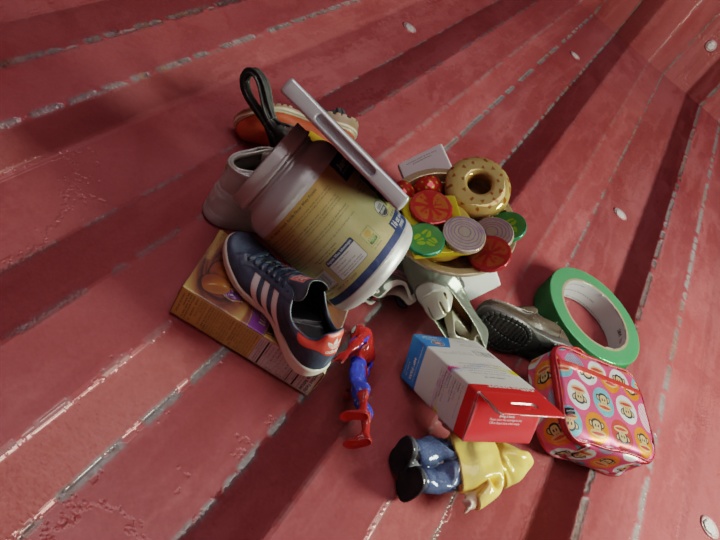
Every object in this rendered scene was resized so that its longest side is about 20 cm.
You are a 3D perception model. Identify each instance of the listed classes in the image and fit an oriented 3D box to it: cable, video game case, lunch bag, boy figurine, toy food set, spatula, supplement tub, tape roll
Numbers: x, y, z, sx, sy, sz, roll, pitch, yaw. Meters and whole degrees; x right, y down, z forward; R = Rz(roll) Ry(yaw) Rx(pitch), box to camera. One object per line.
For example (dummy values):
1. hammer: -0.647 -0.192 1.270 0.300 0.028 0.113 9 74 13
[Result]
1. cable: -0.117 -0.206 1.034 0.050 0.097 0.202 -19 67 -47
2. video game case: -0.015 -0.150 0.840 0.182 0.023 0.200 45 6 -6
3. lunch bag: 0.341 0.198 1.041 0.196 0.082 0.180 21 50 -25
4. boy figurine: 0.132 0.239 0.875 0.196 0.065 0.126 6 49 -34
5. toy food set: 0.132 -0.074 0.966 0.195 0.049 0.201 -4 54 -12
6. spatula: 0.045 -0.026 1.083 0.055 0.021 0.204 6 53 -26
7. supplement tub: -0.046 -0.066 0.862 0.200 0.144 0.145 43 39 -12
8. tape roll: 0.397 0.089 1.222 0.197 0.048 0.203 21 43 -20

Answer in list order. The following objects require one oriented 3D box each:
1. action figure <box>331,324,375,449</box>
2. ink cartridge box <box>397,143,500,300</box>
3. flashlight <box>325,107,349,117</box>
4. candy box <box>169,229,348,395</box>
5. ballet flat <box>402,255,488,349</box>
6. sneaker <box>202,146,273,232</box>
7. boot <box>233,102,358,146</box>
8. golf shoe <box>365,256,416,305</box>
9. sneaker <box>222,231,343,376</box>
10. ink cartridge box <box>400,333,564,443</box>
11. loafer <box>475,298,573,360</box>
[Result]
1. action figure: -0.005 0.129 0.869 0.050 0.067 0.201 -7 29 9
2. ink cartridge box: 0.140 -0.070 1.098 0.147 0.081 0.203 55 14 -55
3. flashlight: -0.028 -0.172 1.133 0.068 0.066 0.204 46 24 -55
4. candy box: -0.120 0.050 0.865 0.198 0.057 0.118 33 39 -10
5. ballet flat: 0.125 0.057 0.989 0.201 0.066 0.064 50 33 -28
6. sneaker: -0.109 -0.108 0.973 0.196 0.116 0.075 2 49 -37
7. boot: -0.106 -0.191 1.071 0.195 0.075 0.110 8 78 4
8. golf shoe: 0.000 0.000 0.986 0.195 0.077 0.090 2 72 -21
9. sneaker: -0.085 0.019 0.811 0.074 0.085 0.201 -24 70 -46
10. ink cartridge box: 0.150 0.158 0.888 0.114 0.069 0.200 10 17 -29
11. loafer: 0.251 0.091 1.101 0.197 0.073 0.072 27 36 -29
